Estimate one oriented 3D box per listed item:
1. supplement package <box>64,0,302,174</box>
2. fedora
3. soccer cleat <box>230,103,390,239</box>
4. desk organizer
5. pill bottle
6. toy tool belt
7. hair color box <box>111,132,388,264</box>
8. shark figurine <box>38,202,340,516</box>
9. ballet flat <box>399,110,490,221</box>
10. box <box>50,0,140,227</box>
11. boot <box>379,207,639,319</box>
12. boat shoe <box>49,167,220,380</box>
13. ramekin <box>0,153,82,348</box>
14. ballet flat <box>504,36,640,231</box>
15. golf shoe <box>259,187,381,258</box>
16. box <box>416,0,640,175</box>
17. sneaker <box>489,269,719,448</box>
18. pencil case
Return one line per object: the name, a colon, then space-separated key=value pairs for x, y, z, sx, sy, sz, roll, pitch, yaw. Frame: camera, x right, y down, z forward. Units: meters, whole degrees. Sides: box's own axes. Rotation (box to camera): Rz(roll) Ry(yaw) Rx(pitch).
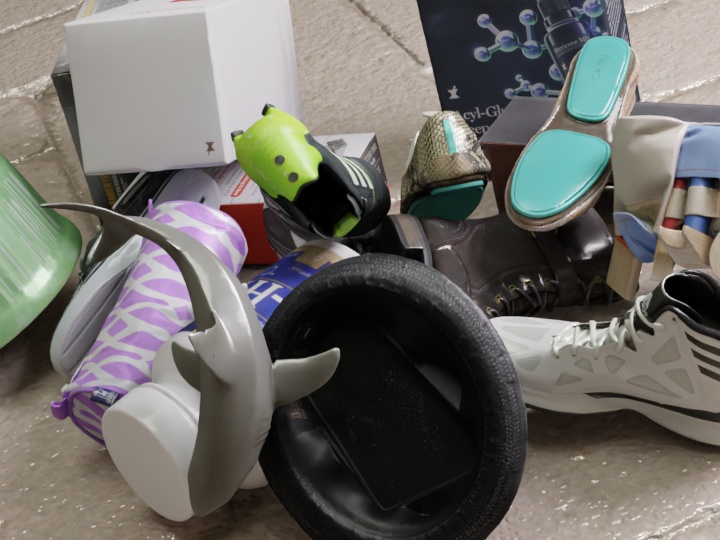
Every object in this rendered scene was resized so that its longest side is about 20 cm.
supplement package: x=-0.136 y=-0.156 z=1.546 sx=0.121 sy=0.120 sz=0.200 roll=-3 pitch=13 yaw=16
fedora: x=0.027 y=0.089 z=1.234 sx=0.200 sy=0.201 sz=0.092 roll=-1 pitch=-2 yaw=23
soccer cleat: x=-0.023 y=-0.049 z=1.335 sx=0.067 sy=0.200 sz=0.081 roll=-41 pitch=64 yaw=8
desk organizer: x=0.199 y=-0.080 z=1.491 sx=0.199 sy=0.077 sz=0.072 roll=6 pitch=37 yaw=31
pill bottle: x=-0.071 y=0.077 z=1.317 sx=0.200 sy=0.120 sz=0.119 roll=-37 pitch=37 yaw=-31
toy tool belt: x=0.249 y=-0.033 z=1.300 sx=0.125 sy=0.123 sz=0.200 roll=11 pitch=-2 yaw=-41
hair color box: x=-0.089 y=-0.057 z=1.599 sx=0.199 sy=0.064 sz=0.111 roll=-2 pitch=32 yaw=24
shark figurine: x=-0.103 y=0.030 z=1.195 sx=0.128 sy=0.215 sz=0.089 roll=-30 pitch=-11 yaw=17
ballet flat: x=0.062 y=-0.080 z=1.459 sx=0.068 sy=0.076 sz=0.200 roll=-11 pitch=-9 yaw=-4
box: x=-0.209 y=-0.151 z=1.713 sx=0.048 sy=0.159 sz=0.200 roll=-9 pitch=32 yaw=11
boot: x=0.117 y=0.017 z=1.371 sx=0.173 sy=0.069 sz=0.200 roll=-5 pitch=53 yaw=-17
boat shoe: x=-0.184 y=0.003 z=1.513 sx=0.071 sy=0.072 sz=0.200 roll=9 pitch=55 yaw=43
ramekin: x=-0.328 y=-0.005 z=1.531 sx=0.200 sy=0.098 sz=0.200 roll=-28 pitch=26 yaw=15
ballet flat: x=0.158 y=-0.083 z=1.398 sx=0.068 sy=0.067 sz=0.200 roll=17 pitch=52 yaw=20
golf shoe: x=0.000 y=0.000 z=1.464 sx=0.078 sy=0.095 sz=0.200 roll=-25 pitch=56 yaw=-32
box: x=0.137 y=-0.190 z=1.578 sx=0.148 sy=0.201 sz=0.107 roll=-6 pitch=31 yaw=16
sneaker: x=0.168 y=0.036 z=1.240 sx=0.200 sy=0.116 sz=0.076 roll=12 pitch=42 yaw=16
pencil case: x=-0.150 y=0.040 z=1.411 sx=0.085 sy=0.084 sz=0.200 roll=12 pitch=51 yaw=14
